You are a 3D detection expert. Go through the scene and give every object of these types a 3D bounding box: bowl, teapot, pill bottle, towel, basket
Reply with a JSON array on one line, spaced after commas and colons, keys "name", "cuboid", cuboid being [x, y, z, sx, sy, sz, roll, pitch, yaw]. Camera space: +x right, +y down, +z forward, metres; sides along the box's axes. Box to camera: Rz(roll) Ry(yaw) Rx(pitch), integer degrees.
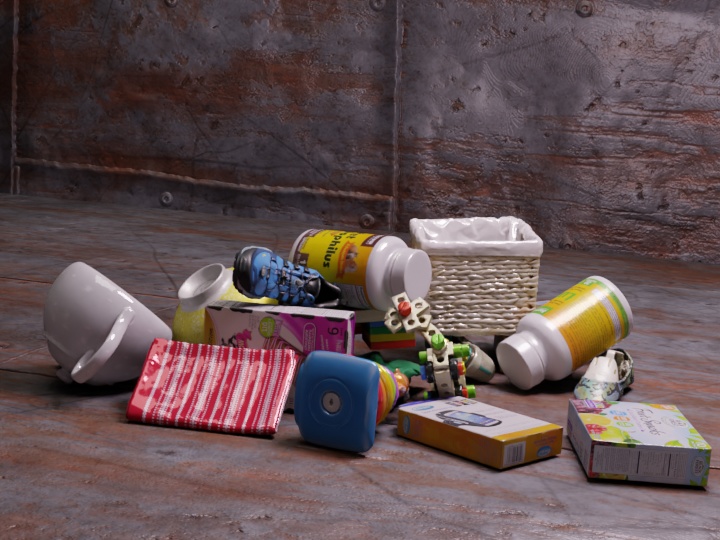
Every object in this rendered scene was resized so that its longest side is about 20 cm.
[{"name": "bowl", "cuboid": [-0.205, 0.055, 1.784, 0.200, 0.108, 0.200, -25, 27, 14]}, {"name": "teapot", "cuboid": [-0.369, 0.094, 1.693, 0.197, 0.146, 0.200, 30, -13, 27]}, {"name": "pill bottle", "cuboid": [0.310, 0.100, 1.867, 0.200, 0.111, 0.111, -29, 22, -23]}, {"name": "towel", "cuboid": [-0.191, 0.147, 1.572, 0.199, 0.023, 0.145, 5, 42, 9]}, {"name": "pill bottle", "cuboid": [0.000, 0.000, 1.778, 0.200, 0.110, 0.109, 6, 9, 33]}, {"name": "basket", "cuboid": [0.183, 0.007, 1.979, 0.199, 0.161, 0.198, -1, 13, -3]}]

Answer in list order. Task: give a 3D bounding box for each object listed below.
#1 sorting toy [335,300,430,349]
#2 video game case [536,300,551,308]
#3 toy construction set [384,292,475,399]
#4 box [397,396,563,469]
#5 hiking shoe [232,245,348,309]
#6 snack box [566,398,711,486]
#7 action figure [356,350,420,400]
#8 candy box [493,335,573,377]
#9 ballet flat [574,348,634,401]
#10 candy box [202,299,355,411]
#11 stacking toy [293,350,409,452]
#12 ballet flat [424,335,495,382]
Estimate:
[{"name": "sorting toy", "cuboid": [-0.013, 0.073, 1.874, 0.199, 0.070, 0.199, -4, 12, -11]}, {"name": "video game case", "cuboid": [0.341, 0.081, 2.107, 0.200, 0.022, 0.182, -3, 11, -44]}, {"name": "toy construction set", "cuboid": [0.106, 0.116, 1.671, 0.092, 0.131, 0.200, -17, -42, 18]}, {"name": "box", "cuboid": [0.141, 0.200, 1.540, 0.119, 0.042, 0.200, -4, 9, -43]}, {"name": "hiking shoe", "cuboid": [-0.099, 0.011, 1.677, 0.086, 0.075, 0.200, 0, -12, 29]}, {"name": "snack box", "cuboid": [0.340, 0.209, 1.509, 0.142, 0.053, 0.200, 5, 9, 1]}, {"name": "action figure", "cuboid": [0.037, 0.156, 1.723, 0.118, 0.055, 0.200, 5, 4, 8]}, {"name": "candy box", "cuboid": [0.286, 0.127, 2.026, 0.116, 0.057, 0.200, 5, 10, 2]}, {"name": "ballet flat", "cuboid": [0.367, 0.156, 1.828, 0.074, 0.074, 0.200, 7, 9, 20]}, {"name": "candy box", "cuboid": [-0.112, 0.117, 1.650, 0.199, 0.137, 0.061, 4, 7, 10]}, {"name": "stacking toy", "cuboid": [0.010, 0.154, 1.551, 0.109, 0.116, 0.200, 8, 7, 27]}, {"name": "ballet flat", "cuboid": [0.158, 0.138, 1.941, 0.062, 0.068, 0.200, 30, 4, -19]}]
